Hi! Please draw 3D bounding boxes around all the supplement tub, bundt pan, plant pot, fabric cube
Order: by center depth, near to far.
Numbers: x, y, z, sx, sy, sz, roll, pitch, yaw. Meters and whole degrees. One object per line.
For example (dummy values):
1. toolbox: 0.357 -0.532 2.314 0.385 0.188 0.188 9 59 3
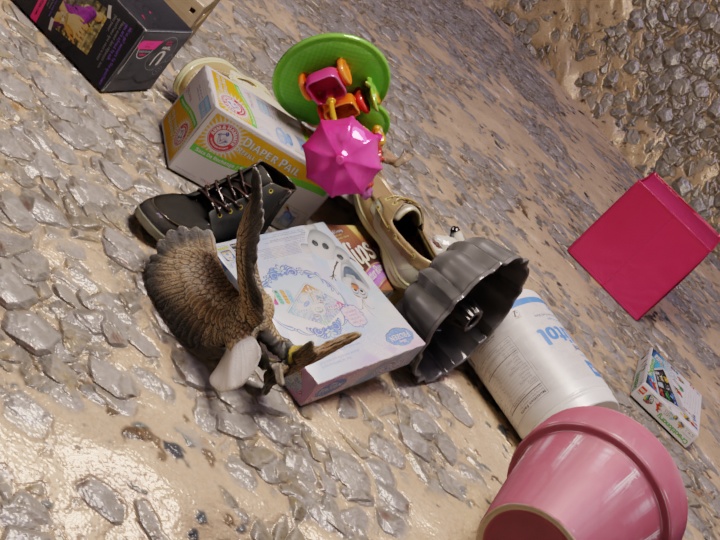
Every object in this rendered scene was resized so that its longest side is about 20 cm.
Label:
1. plant pot: 0.221 0.266 1.315 0.200 0.200 0.179 48 37 14
2. bundt pan: 0.112 0.040 1.526 0.076 0.202 0.202 41 20 22
3. supplement tub: 0.230 0.135 1.631 0.132 0.132 0.200 13 36 -51
4. fabric cube: 0.561 -0.052 2.454 0.200 0.199 0.196 46 23 10

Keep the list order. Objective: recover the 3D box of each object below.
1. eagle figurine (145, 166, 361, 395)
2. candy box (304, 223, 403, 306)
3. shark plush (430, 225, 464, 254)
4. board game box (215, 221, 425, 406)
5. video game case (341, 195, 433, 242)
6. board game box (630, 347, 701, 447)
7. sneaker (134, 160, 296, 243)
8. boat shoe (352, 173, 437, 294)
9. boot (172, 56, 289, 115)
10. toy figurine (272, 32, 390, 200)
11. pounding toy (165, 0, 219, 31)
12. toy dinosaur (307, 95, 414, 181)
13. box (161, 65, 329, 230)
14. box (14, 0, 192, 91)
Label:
1. eagle figurine: -0.119 0.021 1.240 0.200 0.151 0.151 59 -15 -1
2. candy box: 0.000 0.000 1.591 0.117 0.056 0.200 51 22 20
3. shark plush: 0.135 0.026 1.705 0.091 0.083 0.200 45 -17 46
4. board game box: -0.053 0.042 1.392 0.199 0.043 0.200 49 34 19
5. video game case: 0.012 -0.095 1.757 0.182 0.024 0.200 34 6 -20
6. board game box: 0.521 0.211 2.115 0.126 0.035 0.200 44 22 3
7. sneaker: -0.161 -0.080 1.394 0.075 0.106 0.200 51 23 20
8. boat shoe: 0.052 -0.058 1.594 0.074 0.066 0.200 8 45 -41
9. boot: -0.149 -0.208 1.689 0.155 0.072 0.200 47 17 27
10. toy figurine: -0.019 -0.158 1.532 0.200 0.150 0.184 56 21 -47
11. pounding toy: -0.288 -0.435 1.792 0.184 0.142 0.200 39 22 -9
12. toy dinosaur: -0.008 -0.187 1.883 0.086 0.135 0.201 -18 82 -52
13. box: -0.139 -0.149 1.568 0.200 0.101 0.113 29 25 -30
14. box: -0.332 -0.332 1.573 0.200 0.106 0.122 46 22 8
